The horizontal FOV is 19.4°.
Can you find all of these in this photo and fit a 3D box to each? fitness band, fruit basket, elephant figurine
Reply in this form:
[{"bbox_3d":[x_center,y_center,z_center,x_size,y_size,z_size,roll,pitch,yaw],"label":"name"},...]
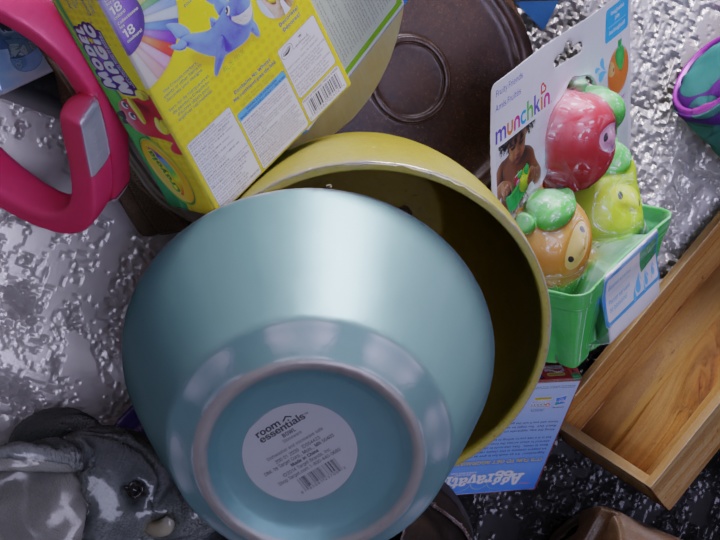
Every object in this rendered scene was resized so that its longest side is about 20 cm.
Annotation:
[{"bbox_3d":[-0.193,-0.095,1.136,0.143,0.200,0.037,30,63,13],"label":"fitness band"},{"bbox_3d":[0.131,-0.050,1.275,0.185,0.094,0.200,-37,138,-49],"label":"fruit basket"},{"bbox_3d":[-0.168,0.138,1.203,0.155,0.141,0.200,27,97,-38],"label":"elephant figurine"}]

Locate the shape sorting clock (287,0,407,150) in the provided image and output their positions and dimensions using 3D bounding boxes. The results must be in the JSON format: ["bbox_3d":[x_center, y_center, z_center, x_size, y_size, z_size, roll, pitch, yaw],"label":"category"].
[{"bbox_3d":[-0.042,-0.168,1.189,0.200,0.039,0.200,-8,100,-52],"label":"shape sorting clock"}]

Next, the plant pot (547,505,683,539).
[{"bbox_3d":[0.201,0.260,1.339,0.198,0.200,0.201,28,87,-14],"label":"plant pot"}]

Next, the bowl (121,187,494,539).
[{"bbox_3d":[-0.025,0.069,1.084,0.200,0.105,0.201,-1,118,-2],"label":"bowl"}]

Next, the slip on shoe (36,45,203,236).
[{"bbox_3d":[-0.144,-0.089,1.195,0.060,0.076,0.200,-21,140,18],"label":"slip on shoe"}]

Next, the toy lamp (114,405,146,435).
[{"bbox_3d":[-0.058,0.057,1.278,0.200,0.058,0.058,-33,107,-14],"label":"toy lamp"}]

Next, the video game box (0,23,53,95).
[{"bbox_3d":[-0.160,-0.223,1.208,0.200,0.047,0.183,-27,104,-15],"label":"video game box"}]

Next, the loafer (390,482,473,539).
[{"bbox_3d":[0.004,0.154,1.276,0.073,0.071,0.200,-40,135,17],"label":"loafer"}]

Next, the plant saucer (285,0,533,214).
[{"bbox_3d":[0.025,-0.115,1.285,0.200,0.034,0.201,0,89,-22],"label":"plant saucer"}]

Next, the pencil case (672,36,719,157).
[{"bbox_3d":[0.299,-0.077,1.381,0.200,0.085,0.093,39,60,-19],"label":"pencil case"}]

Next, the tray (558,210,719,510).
[{"bbox_3d":[0.222,0.050,1.359,0.200,0.099,0.037,-50,135,-8],"label":"tray"}]

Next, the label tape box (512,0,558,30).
[{"bbox_3d":[0.116,-0.244,1.253,0.200,0.063,0.144,36,80,-48],"label":"label tape box"}]

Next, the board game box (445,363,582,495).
[{"bbox_3d":[0.032,0.102,1.305,0.200,0.019,0.103,-2,131,-23],"label":"board game box"}]

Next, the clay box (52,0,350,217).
[{"bbox_3d":[-0.091,-0.140,1.074,0.115,0.048,0.200,-47,128,-26],"label":"clay box"}]

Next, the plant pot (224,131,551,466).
[{"bbox_3d":[0.000,0.000,1.186,0.200,0.142,0.200,-1,118,-2],"label":"plant pot"}]
